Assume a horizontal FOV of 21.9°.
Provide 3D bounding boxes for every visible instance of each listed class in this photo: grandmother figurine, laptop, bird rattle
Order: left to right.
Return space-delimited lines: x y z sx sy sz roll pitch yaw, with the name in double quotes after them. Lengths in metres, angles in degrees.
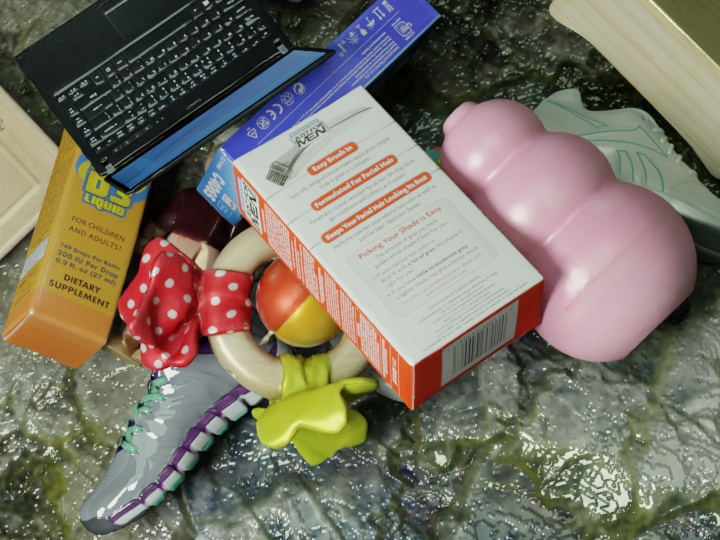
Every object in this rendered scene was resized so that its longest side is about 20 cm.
-0.139 -0.155 1.343 0.177 0.103 0.200 -35 69 -9 "laptop"
-0.121 -0.020 1.397 0.121 0.061 0.201 19 77 22 "grandmother figurine"
-0.062 0.036 1.286 0.200 0.113 0.163 40 71 11 "bird rattle"

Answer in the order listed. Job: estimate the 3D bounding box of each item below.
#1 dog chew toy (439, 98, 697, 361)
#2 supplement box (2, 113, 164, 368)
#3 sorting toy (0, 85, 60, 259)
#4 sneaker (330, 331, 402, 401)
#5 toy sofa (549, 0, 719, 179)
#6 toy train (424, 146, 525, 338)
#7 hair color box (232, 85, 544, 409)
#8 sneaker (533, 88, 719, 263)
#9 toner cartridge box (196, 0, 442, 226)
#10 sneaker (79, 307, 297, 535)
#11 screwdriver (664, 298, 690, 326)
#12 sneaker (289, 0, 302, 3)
0.132 -0.035 1.258 0.124 0.125 0.200 -43 81 -4 "dog chew toy"
-0.205 -0.033 1.392 0.066 0.069 0.201 22 58 -20 "supplement box"
-0.343 -0.062 1.489 0.200 0.036 0.185 -46 66 0 "sorting toy"
0.000 0.000 1.337 0.072 0.085 0.201 -22 65 -15 "sneaker"
0.237 -0.170 1.316 0.200 0.098 0.083 45 48 4 "toy sofa"
0.061 -0.017 1.301 0.056 0.150 0.201 -38 57 39 "toy train"
0.017 -0.018 1.230 0.111 0.064 0.200 -32 63 -18 "hair color box"
0.202 -0.072 1.326 0.199 0.071 0.080 28 71 21 "sneaker"
-0.030 -0.123 1.362 0.043 0.095 0.200 44 69 2 "toner cartridge box"
-0.142 0.096 1.337 0.200 0.074 0.088 -44 108 -12 "sneaker"
0.153 -0.019 1.343 0.199 0.028 0.029 32 109 25 "screwdriver"
-0.079 -0.245 1.464 0.199 0.080 0.074 5 40 34 "sneaker"
